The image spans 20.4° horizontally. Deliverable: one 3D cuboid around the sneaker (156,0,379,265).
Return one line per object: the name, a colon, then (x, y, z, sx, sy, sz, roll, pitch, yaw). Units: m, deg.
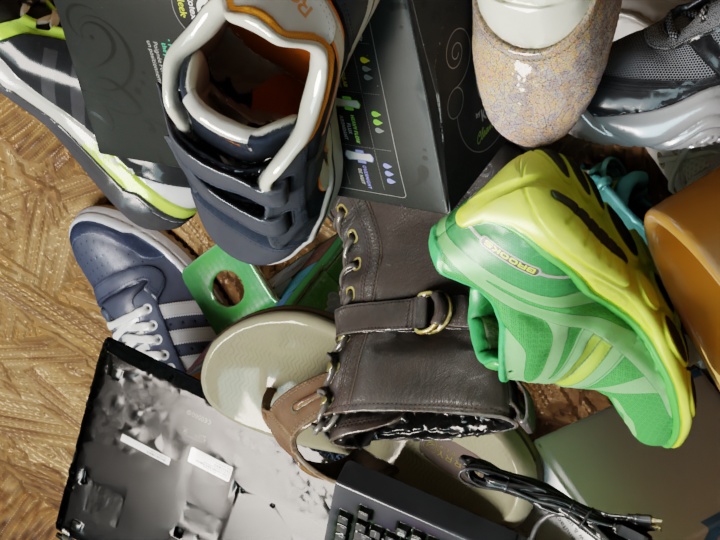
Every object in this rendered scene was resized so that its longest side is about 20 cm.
sneaker: (-0.048, -0.061, 0.840, 0.078, 0.080, 0.201, 28, 140, 11)

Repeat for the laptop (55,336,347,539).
laptop: (-0.075, 0.149, 1.156, 0.176, 0.103, 0.202, 23, 112, 16)

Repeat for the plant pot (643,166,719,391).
plant pot: (0.246, 0.014, 0.821, 0.201, 0.182, 0.200, 59, 180, 0)

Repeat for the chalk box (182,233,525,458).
chalk box: (-0.027, 0.069, 1.148, 0.200, 0.124, 0.125, 45, 140, -10)

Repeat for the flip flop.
flip flop: (-0.002, 0.080, 1.007, 0.199, 0.057, 0.082, 25, 124, 27)

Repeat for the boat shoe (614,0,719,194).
boat shoe: (0.173, -0.053, 0.924, 0.200, 0.069, 0.071, 41, 142, -3)

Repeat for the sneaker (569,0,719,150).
sneaker: (0.167, -0.123, 0.837, 0.198, 0.076, 0.115, -10, 117, 14)

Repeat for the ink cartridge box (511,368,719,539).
ink cartridge box: (0.111, 0.158, 1.079, 0.084, 0.144, 0.200, 54, 135, 19)

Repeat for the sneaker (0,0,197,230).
sneaker: (-0.143, -0.113, 1.122, 0.200, 0.072, 0.083, 45, 116, -11)

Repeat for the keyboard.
keyboard: (0.077, 0.145, 0.967, 0.199, 0.021, 0.128, 22, 130, 11)

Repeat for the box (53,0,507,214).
box: (-0.021, -0.129, 0.932, 0.198, 0.149, 0.125, 10, 133, 29)

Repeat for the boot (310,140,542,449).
boot: (0.000, 0.000, 0.979, 0.198, 0.176, 0.069, 1, 159, 27)

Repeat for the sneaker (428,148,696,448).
sneaker: (0.093, 0.018, 0.898, 0.083, 0.075, 0.200, -23, 137, 19)

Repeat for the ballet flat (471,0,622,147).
ballet flat: (0.078, -0.152, 0.817, 0.068, 0.067, 0.202, 12, 93, 24)

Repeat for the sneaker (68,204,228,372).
sneaker: (-0.125, 0.061, 1.224, 0.070, 0.109, 0.200, -24, 112, 46)

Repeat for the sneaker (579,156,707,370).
sneaker: (0.115, -0.021, 1.013, 0.199, 0.077, 0.080, 23, 111, 23)
